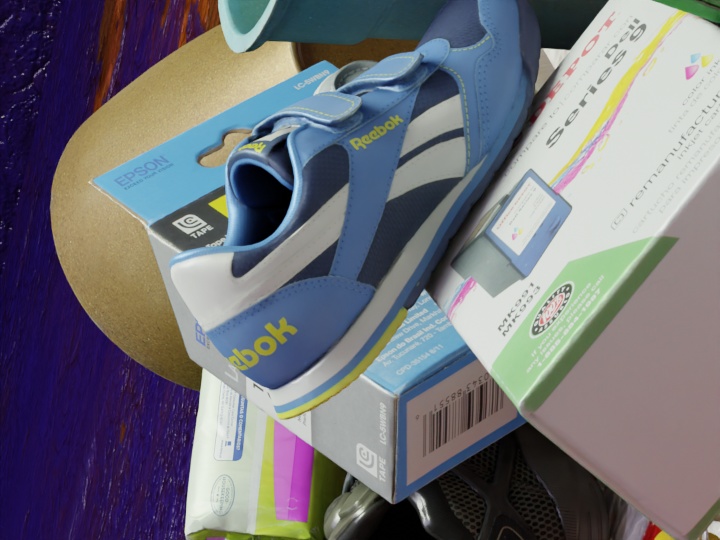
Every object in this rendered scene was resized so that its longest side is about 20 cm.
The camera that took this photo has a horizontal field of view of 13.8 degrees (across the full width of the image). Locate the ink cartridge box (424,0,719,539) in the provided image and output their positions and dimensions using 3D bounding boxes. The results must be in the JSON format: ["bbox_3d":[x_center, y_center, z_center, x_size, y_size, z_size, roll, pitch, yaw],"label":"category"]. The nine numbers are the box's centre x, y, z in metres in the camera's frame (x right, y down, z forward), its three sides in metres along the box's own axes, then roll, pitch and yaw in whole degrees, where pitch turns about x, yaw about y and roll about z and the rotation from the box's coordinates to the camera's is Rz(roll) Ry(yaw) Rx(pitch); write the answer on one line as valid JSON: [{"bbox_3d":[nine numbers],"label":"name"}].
[{"bbox_3d":[0.107,-0.011,1.056,0.145,0.087,0.200,-51,15,6],"label":"ink cartridge box"}]

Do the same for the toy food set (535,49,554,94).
[{"bbox_3d":[0.067,0.006,1.417,0.144,0.060,0.200,-115,33,-47],"label":"toy food set"}]

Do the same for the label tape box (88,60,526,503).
[{"bbox_3d":[0.000,0.000,1.286,0.200,0.144,0.063,33,139,37],"label":"label tape box"}]

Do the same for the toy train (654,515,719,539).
[{"bbox_3d":[0.103,0.103,1.177,0.150,0.055,0.201,-164,82,-76],"label":"toy train"}]

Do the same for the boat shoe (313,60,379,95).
[{"bbox_3d":[0.052,-0.052,1.239,0.201,0.070,0.072,35,143,39],"label":"boat shoe"}]

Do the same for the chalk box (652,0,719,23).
[{"bbox_3d":[0.147,-0.152,0.946,0.124,0.124,0.200,-96,28,-49],"label":"chalk box"}]

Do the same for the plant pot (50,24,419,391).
[{"bbox_3d":[-0.037,-0.062,1.528,0.200,0.186,0.187,-46,36,50],"label":"plant pot"}]

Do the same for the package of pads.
[{"bbox_3d":[-0.039,0.095,1.439,0.200,0.068,0.155,84,-169,-67],"label":"package of pads"}]

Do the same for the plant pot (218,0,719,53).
[{"bbox_3d":[0.057,-0.177,1.238,0.200,0.195,0.201,-173,90,-76],"label":"plant pot"}]

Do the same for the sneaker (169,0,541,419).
[{"bbox_3d":[0.001,-0.042,1.117,0.200,0.082,0.074,-59,14,-29],"label":"sneaker"}]

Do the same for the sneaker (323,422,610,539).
[{"bbox_3d":[0.019,0.082,1.319,0.200,0.114,0.076,-128,41,-52],"label":"sneaker"}]
